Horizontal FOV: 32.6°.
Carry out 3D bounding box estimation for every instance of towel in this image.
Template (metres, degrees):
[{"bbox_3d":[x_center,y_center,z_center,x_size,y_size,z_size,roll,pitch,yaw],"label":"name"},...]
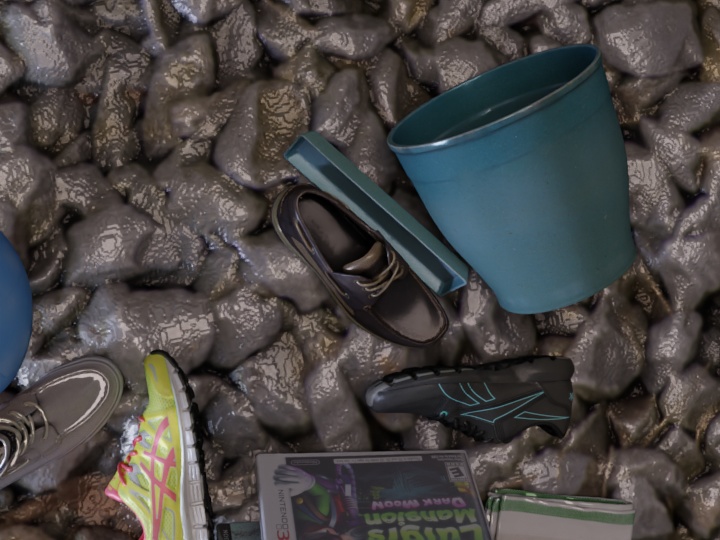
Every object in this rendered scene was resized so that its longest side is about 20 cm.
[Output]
[{"bbox_3d":[0.181,0.312,1.156,0.148,0.031,0.201,7,86,-9],"label":"towel"}]

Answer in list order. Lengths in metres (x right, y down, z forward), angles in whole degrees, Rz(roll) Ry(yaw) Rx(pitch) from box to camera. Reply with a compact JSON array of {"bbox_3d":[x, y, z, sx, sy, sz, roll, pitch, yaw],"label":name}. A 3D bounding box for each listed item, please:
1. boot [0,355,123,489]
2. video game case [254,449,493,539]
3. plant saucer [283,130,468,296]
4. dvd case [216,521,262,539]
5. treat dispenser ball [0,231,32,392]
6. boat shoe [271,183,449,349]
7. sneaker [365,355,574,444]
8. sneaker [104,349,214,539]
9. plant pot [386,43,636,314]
[{"bbox_3d":[-0.288,0.144,1.045,0.200,0.096,0.074,-37,94,-10],"label":"boot"},{"bbox_3d":[0.014,0.224,1.065,0.199,0.182,0.023,1,125,-10],"label":"video game case"},{"bbox_3d":[0.016,-0.053,1.123,0.200,0.070,0.019,41,70,-6],"label":"plant saucer"},{"bbox_3d":[-0.022,0.263,1.067,0.199,0.146,0.022,-1,113,-9],"label":"dvd case"},{"bbox_3d":[-0.364,0.035,0.982,0.200,0.201,0.202,0,87,-10],"label":"treat dispenser ball"},{"bbox_3d":[0.000,0.000,1.114,0.200,0.073,0.075,40,82,-6],"label":"boat shoe"},{"bbox_3d":[0.104,0.123,1.128,0.199,0.075,0.080,-4,90,-10],"label":"sneaker"},{"bbox_3d":[-0.180,0.170,1.075,0.090,0.078,0.201,-6,87,-3],"label":"sneaker"},{"bbox_3d":[0.151,-0.073,1.095,0.199,0.200,0.189,-29,108,-10],"label":"plant pot"}]
